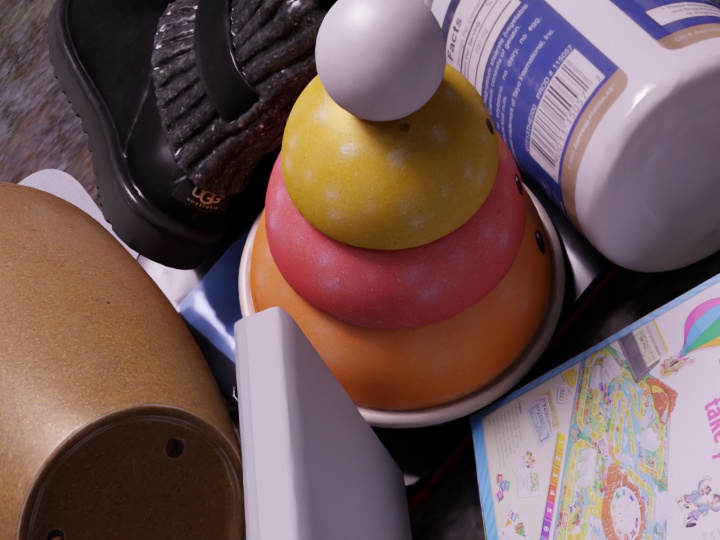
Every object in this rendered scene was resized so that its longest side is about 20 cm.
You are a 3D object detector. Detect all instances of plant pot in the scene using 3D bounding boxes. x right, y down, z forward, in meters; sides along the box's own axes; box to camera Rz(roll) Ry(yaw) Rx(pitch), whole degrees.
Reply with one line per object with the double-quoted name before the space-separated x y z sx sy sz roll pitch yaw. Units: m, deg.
"plant pot" -0.127 0.071 0.693 0.187 0.186 0.200 -52 32 -10

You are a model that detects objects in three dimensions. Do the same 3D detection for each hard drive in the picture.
"hard drive" -0.006 0.129 0.635 0.027 0.132 0.201 -20 45 13

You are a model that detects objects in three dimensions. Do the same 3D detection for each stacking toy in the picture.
"stacking toy" 0.014 -0.038 0.682 0.145 0.200 0.147 -1 60 3

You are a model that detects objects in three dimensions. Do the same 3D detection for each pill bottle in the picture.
"pill bottle" 0.099 -0.098 0.770 0.111 0.111 0.200 -42 46 5

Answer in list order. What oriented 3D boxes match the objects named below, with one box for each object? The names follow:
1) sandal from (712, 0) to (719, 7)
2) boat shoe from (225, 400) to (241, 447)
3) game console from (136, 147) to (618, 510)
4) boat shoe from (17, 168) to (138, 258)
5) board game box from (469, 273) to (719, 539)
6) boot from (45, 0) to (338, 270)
"sandal" 0.172 -0.112 0.798 0.043 0.077 0.200 -9 22 -29
"boat shoe" -0.059 0.104 0.821 0.064 0.073 0.200 -8 28 -8
"game console" 0.000 0.000 0.805 0.200 0.031 0.177 39 89 28
"boat shoe" -0.145 0.018 1.009 0.072 0.071 0.200 -33 52 -4
"board game box" 0.113 0.103 0.639 0.134 0.034 0.201 -32 34 22
"boot" -0.069 -0.120 0.805 0.158 0.079 0.212 -51 44 28
